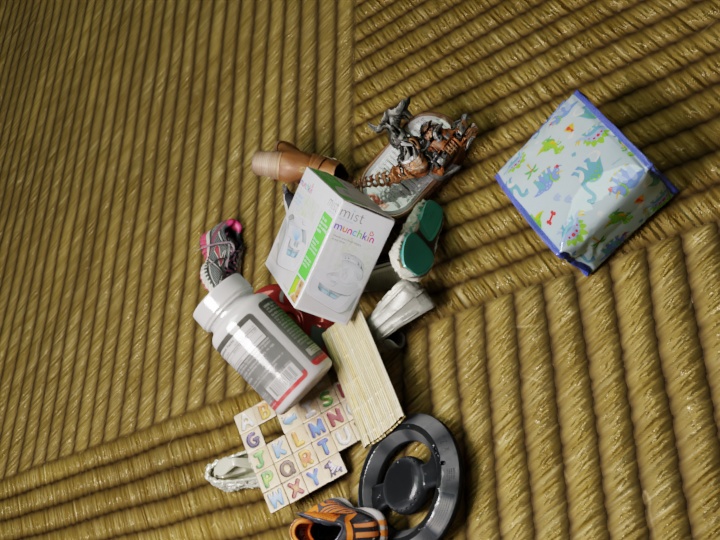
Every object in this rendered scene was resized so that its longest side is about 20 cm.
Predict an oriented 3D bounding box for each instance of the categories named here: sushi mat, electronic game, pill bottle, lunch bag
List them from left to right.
[{"bbox_3d":[-0.148,0.107,1.420,0.200,0.114,0.114,45,104,6],"label":"pill bottle"},{"bbox_3d":[0.001,0.153,1.387,0.096,0.012,0.201,-45,52,32],"label":"sushi mat"},{"bbox_3d":[0.066,0.296,1.309,0.199,0.041,0.201,-28,51,41],"label":"electronic game"},{"bbox_3d":[0.291,-0.123,1.271,0.170,0.127,0.200,-46,53,15],"label":"lunch bag"}]

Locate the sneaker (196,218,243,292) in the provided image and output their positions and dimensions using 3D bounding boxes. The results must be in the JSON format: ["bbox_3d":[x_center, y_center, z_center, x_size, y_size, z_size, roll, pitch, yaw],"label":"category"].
[{"bbox_3d":[-0.253,-0.017,1.770,0.075,0.080,0.201,-35,46,21],"label":"sneaker"}]

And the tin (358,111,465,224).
[{"bbox_3d":[0.081,-0.166,1.520,0.112,0.042,0.200,43,94,21],"label":"tin"}]

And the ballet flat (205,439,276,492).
[{"bbox_3d":[-0.169,0.310,1.502,0.199,0.072,0.072,-24,52,32],"label":"ballet flat"}]

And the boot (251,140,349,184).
[{"bbox_3d":[-0.093,-0.184,1.705,0.154,0.200,0.074,9,105,12],"label":"boot"}]

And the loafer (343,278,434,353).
[{"bbox_3d":[0.034,0.096,1.435,0.070,0.070,0.200,45,121,9],"label":"loafer"}]

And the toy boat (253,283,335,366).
[{"bbox_3d":[-0.129,0.092,1.534,0.199,0.130,0.132,15,97,47],"label":"toy boat"}]

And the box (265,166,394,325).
[{"bbox_3d":[-0.049,-0.041,1.447,0.177,0.096,0.200,-65,25,12],"label":"box"}]

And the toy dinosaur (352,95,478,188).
[{"bbox_3d":[0.080,-0.189,1.458,0.199,0.136,0.102,-33,5,-20],"label":"toy dinosaur"}]

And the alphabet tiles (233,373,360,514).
[{"bbox_3d":[-0.080,0.248,1.442,0.199,0.008,0.168,-30,62,6],"label":"alphabet tiles"}]

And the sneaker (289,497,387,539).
[{"bbox_3d":[-0.058,0.355,1.317,0.200,0.111,0.078,-23,64,55],"label":"sneaker"}]

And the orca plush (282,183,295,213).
[{"bbox_3d":[-0.091,-0.069,1.677,0.201,0.071,0.106,-108,15,-51],"label":"orca plush"}]

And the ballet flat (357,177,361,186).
[{"bbox_3d":[0.008,-0.110,1.591,0.201,0.069,0.071,-60,16,0],"label":"ballet flat"}]

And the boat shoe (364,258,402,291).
[{"bbox_3d":[0.000,0.000,1.522,0.199,0.074,0.063,-13,65,45],"label":"boat shoe"}]

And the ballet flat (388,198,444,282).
[{"bbox_3d":[0.079,-0.035,1.433,0.071,0.072,0.200,-26,20,32],"label":"ballet flat"}]
